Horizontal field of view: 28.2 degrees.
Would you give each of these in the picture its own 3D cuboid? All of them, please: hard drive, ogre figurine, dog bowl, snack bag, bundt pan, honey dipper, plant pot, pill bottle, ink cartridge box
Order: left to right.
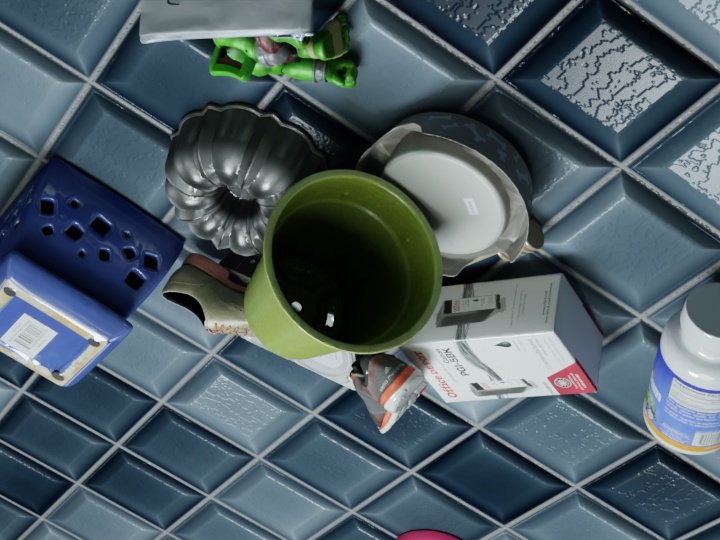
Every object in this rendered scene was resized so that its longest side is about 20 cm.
[{"bbox_3d":[-0.367,0.016,1.768,0.200,0.180,0.200,34,138,-17],"label":"plant pot"},{"bbox_3d":[-0.127,-0.307,1.322,0.188,0.200,0.021,2,177,21],"label":"snack bag"},{"bbox_3d":[-0.134,-0.091,1.633,0.202,0.076,0.202,11,139,10],"label":"bundt pan"},{"bbox_3d":[-0.093,-0.236,1.428,0.120,0.098,0.200,2,-179,27],"label":"ogre figurine"},{"bbox_3d":[-0.078,0.062,1.766,0.200,0.038,0.140,24,145,26],"label":"hard drive"},{"bbox_3d":[-0.042,0.018,1.561,0.200,0.200,0.190,30,152,-12],"label":"plant pot"},{"bbox_3d":[0.094,-0.085,1.543,0.200,0.059,0.200,16,139,15],"label":"dog bowl"},{"bbox_3d":[0.123,-0.012,1.648,0.200,0.038,0.038,-22,125,41],"label":"honey dipper"},{"bbox_3d":[0.165,0.083,1.685,0.200,0.083,0.147,-7,144,29],"label":"ink cartridge box"},{"bbox_3d":[0.387,0.108,1.615,0.112,0.112,0.200,12,139,10],"label":"pill bottle"}]

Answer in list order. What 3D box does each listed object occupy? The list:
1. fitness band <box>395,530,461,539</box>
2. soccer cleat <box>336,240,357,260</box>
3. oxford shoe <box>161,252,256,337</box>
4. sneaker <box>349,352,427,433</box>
[{"bbox_3d":[0.130,0.465,2.181,0.144,0.037,0.200,-15,128,35],"label":"fitness band"},{"bbox_3d":[0.000,-0.001,1.698,0.084,0.065,0.200,19,143,25],"label":"soccer cleat"},{"bbox_3d":[-0.149,0.060,1.729,0.200,0.075,0.070,30,147,17],"label":"oxford shoe"},{"bbox_3d":[0.028,0.133,1.721,0.082,0.077,0.200,40,163,10],"label":"sneaker"}]
